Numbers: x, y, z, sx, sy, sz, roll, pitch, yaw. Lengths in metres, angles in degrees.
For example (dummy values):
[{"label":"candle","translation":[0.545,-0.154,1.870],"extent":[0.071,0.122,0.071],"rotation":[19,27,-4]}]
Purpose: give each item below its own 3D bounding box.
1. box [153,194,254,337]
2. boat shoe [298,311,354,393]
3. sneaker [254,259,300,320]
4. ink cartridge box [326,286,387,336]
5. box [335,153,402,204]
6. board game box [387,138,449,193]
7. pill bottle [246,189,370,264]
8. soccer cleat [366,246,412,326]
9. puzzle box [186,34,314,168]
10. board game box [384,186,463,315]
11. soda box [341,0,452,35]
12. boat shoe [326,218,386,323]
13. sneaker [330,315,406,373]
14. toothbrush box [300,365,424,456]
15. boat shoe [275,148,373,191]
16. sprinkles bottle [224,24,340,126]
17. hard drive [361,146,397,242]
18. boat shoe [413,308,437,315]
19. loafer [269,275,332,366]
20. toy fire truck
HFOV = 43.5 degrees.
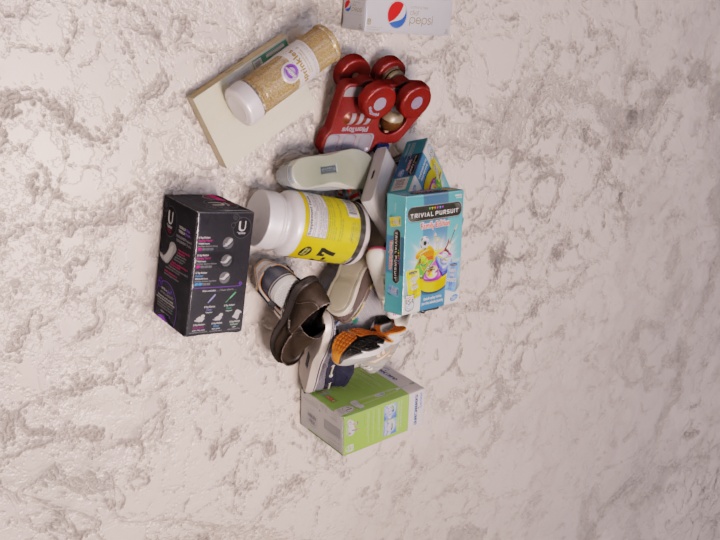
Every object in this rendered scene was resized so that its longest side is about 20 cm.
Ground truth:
[{"label":"box","translation":[-0.251,-0.011,1.439],"extent":[0.105,0.122,0.202],"rotation":[-3,109,-38]},{"label":"boat shoe","translation":[-0.052,0.145,1.655],"extent":[0.092,0.075,0.201],"rotation":[-4,139,-21]},{"label":"sneaker","translation":[-0.131,0.042,1.597],"extent":[0.078,0.079,0.201],"rotation":[-41,153,-12]},{"label":"ink cartridge box","translation":[0.026,0.064,1.728],"extent":[0.200,0.076,0.137],"rotation":[-46,130,-15]},{"label":"box","translation":[0.046,-0.145,1.694],"extent":[0.199,0.035,0.111],"rotation":[-27,122,-30]},{"label":"board game box","translation":[0.124,-0.115,1.658],"extent":[0.201,0.046,0.152],"rotation":[60,36,-36]},{"label":"pill bottle","translation":[-0.092,-0.076,1.547],"extent":[0.198,0.114,0.116],"rotation":[8,101,-34]},{"label":"soccer cleat","translation":[0.060,0.032,1.603],"extent":[0.200,0.069,0.087],"rotation":[55,41,-55]},{"label":"puzzle box","translation":[-0.173,-0.275,1.469],"extent":[0.200,0.025,0.134],"rotation":[-39,127,-22]},{"label":"board game box","translation":[0.110,-0.036,1.552],"extent":[0.150,0.047,0.203],"rotation":[-11,108,-43]},{"label":"soda box","translation":[0.066,-0.447,1.574],"extent":[0.198,0.068,0.064],"rotation":[-9,112,-37]},{"label":"boat shoe","translation":[0.000,0.000,1.637],"extent":[0.202,0.071,0.060],"rotation":[-66,151,-18]},{"label":"sneaker","translation":[0.013,0.153,1.633],"extent":[0.199,0.075,0.093],"rotation":[-16,127,-53]},{"label":"toothbrush box","translation":[0.004,0.261,1.737],"extent":[0.199,0.145,0.087],"rotation":[-16,117,-35]},{"label":"boat shoe","translation":[-0.061,-0.174,1.572],"extent":[0.199,0.071,0.071],"rotation":[-9,98,-42]},{"label":"sprinkles bottle","translation":[-0.122,-0.312,1.436],"extent":[0.200,0.068,0.069],"rotation":[-42,128,-21]},{"label":"hard drive","translation":[0.065,-0.106,1.639],"extent":[0.201,0.026,0.133],"rotation":[57,38,-41]},{"label":"boat shoe","translation":[0.142,0.003,1.757],"extent":[0.076,0.060,0.202],"rotation":[53,40,-41]},{"label":"loafer","translation":[-0.102,0.102,1.556],"extent":[0.073,0.071,0.201],"rotation":[-24,146,-38]},{"label":"toy fire truck","translation":[0.024,-0.279,1.592],"extent":[0.198,0.112,0.169],"rotation":[-7,135,-37]}]
